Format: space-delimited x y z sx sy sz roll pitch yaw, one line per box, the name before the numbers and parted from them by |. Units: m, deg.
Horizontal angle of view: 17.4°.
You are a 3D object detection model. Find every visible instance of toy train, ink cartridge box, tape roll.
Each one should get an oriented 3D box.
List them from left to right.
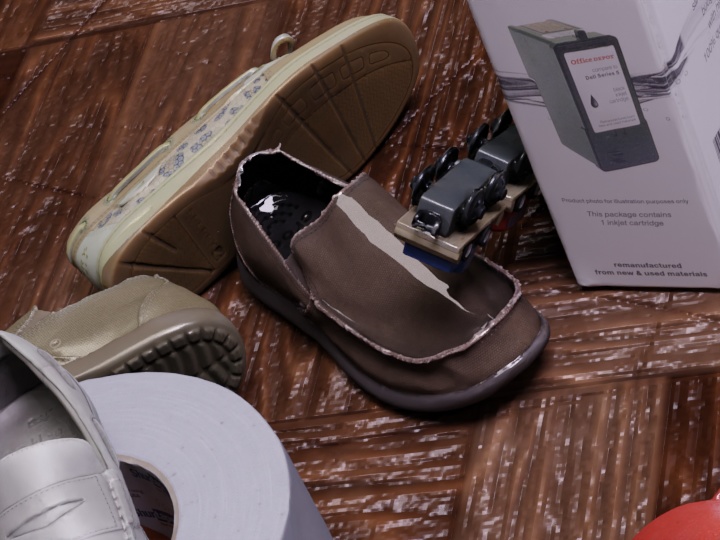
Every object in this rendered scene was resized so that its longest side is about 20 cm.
tape roll | -0.109 0.135 0.945 0.199 0.066 0.201 -15 38 12
toy train | 0.061 -0.041 1.020 0.034 0.046 0.200 25 26 15
ink cartridge box | 0.122 -0.114 0.994 0.083 0.201 0.146 1 44 30

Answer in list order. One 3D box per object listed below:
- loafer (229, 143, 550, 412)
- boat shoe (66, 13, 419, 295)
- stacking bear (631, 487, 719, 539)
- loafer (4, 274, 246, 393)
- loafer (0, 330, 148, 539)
loafer | 0.000 0.000 1.036 0.073 0.071 0.199 -43 40 -21
boat shoe | -0.058 -0.061 1.140 0.200 0.074 0.063 -39 42 -16
stacking bear | 0.067 0.143 0.804 0.199 0.122 0.114 -22 -5 -14
loafer | -0.149 0.063 1.052 0.199 0.076 0.068 -21 35 -8
loafer | -0.117 0.098 0.881 0.070 0.070 0.200 -27 37 -2
